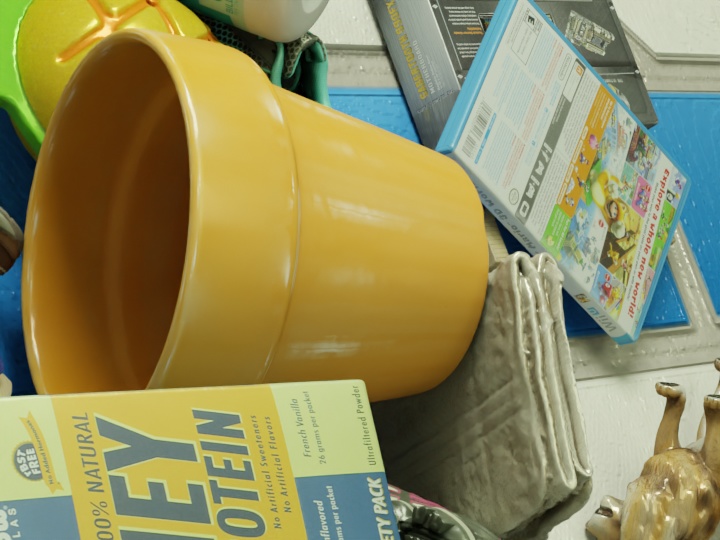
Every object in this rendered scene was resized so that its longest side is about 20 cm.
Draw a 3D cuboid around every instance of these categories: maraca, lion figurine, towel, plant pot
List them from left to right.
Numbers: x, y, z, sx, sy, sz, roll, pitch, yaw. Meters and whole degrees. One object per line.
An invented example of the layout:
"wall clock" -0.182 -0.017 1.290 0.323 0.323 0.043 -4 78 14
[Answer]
"maraca" -0.143 -0.103 1.187 0.200 0.107 0.137 31 49 -27
"plant pot" -0.045 -0.007 1.091 0.183 0.200 0.200 7 62 -30
"towel" 0.056 0.082 1.133 0.034 0.200 0.133 2 69 -26
"lion figurine" 0.222 0.129 1.426 0.200 0.072 0.123 -9 107 -53

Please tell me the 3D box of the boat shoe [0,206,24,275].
"boat shoe" -0.257 -0.035 1.076 0.200 0.076 0.072 27 84 -34

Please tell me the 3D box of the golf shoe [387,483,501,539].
"golf shoe" -0.002 0.135 1.085 0.088 0.200 0.077 20 90 -45

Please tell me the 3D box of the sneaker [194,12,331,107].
"sneaker" -0.059 -0.127 1.294 0.078 0.091 0.200 -20 81 -49

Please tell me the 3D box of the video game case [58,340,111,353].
"video game case" -0.070 0.124 1.155 0.143 0.019 0.200 -13 79 -31

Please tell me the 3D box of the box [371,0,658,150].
"box" 0.101 -0.158 1.497 0.200 0.048 0.159 -8 74 -46

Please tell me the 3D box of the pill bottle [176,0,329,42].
"pill bottle" -0.109 -0.209 1.236 0.200 0.111 0.111 22 43 12

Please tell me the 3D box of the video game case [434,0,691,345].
"video game case" 0.136 -0.067 1.441 0.200 0.018 0.143 44 52 -28

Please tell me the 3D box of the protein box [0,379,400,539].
"protein box" -0.116 0.145 0.979 0.200 0.198 0.135 -1 69 -35

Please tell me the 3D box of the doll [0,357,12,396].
"doll" -0.236 -0.012 1.021 0.048 0.136 0.200 -113 -177 -66

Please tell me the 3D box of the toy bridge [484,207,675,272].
"toy bridge" 0.134 -0.037 1.474 0.200 0.027 0.067 -7 71 -46
